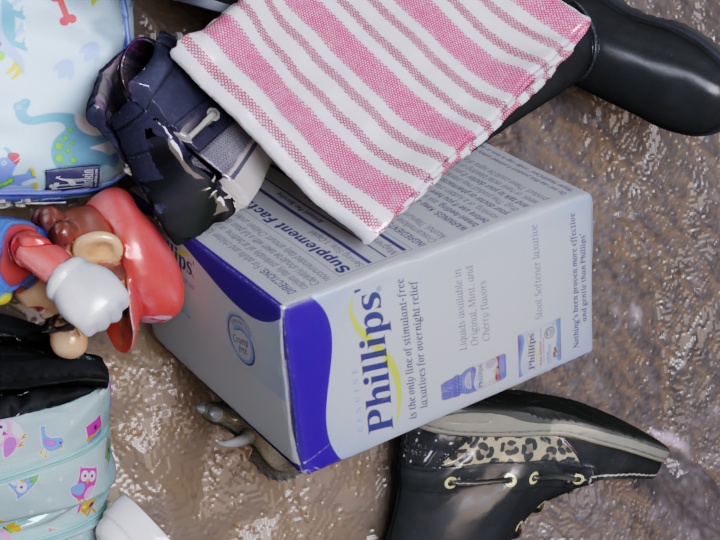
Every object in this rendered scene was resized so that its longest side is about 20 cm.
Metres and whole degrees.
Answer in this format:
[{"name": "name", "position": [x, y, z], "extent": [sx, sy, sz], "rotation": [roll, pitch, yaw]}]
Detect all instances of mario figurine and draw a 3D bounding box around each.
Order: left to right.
[{"name": "mario figurine", "position": [-0.189, 0.010, 0.808], "extent": [0.200, 0.123, 0.106], "rotation": [8, 124, -24]}]

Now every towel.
[{"name": "towel", "position": [0.015, -0.122, 0.826], "extent": [0.146, 0.030, 0.200], "rotation": [43, 60, 6]}]

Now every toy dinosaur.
[{"name": "toy dinosaur", "position": [-0.005, 0.079, 0.953], "extent": [0.200, 0.102, 0.077], "rotation": [-19, 103, -19]}]

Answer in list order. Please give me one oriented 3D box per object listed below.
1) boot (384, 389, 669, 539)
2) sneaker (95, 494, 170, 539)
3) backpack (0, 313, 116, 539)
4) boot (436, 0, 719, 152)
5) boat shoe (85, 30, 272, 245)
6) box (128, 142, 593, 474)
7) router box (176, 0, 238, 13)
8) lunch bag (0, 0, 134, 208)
[{"name": "boot", "position": [0.100, 0.160, 1.028], "extent": [0.204, 0.073, 0.154], "rotation": [11, 98, -29]}, {"name": "sneaker", "position": [-0.124, 0.231, 0.864], "extent": [0.116, 0.074, 0.200], "rotation": [-32, 115, -18]}, {"name": "backpack", "position": [-0.233, 0.097, 0.842], "extent": [0.200, 0.167, 0.127], "rotation": [-8, 115, -29]}, {"name": "boot", "position": [0.112, -0.110, 0.912], "extent": [0.200, 0.165, 0.066], "rotation": [-25, 140, -47]}, {"name": "boat shoe", "position": [-0.086, -0.103, 0.861], "extent": [0.075, 0.200, 0.093], "rotation": [-27, 113, 21]}, {"name": "box", "position": [0.000, 0.000, 0.885], "extent": [0.200, 0.184, 0.105], "rotation": [-20, 121, -26]}, {"name": "router box", "position": [-0.074, -0.221, 0.840], "extent": [0.200, 0.052, 0.157], "rotation": [-1, 114, -66]}, {"name": "lunch bag", "position": [-0.208, -0.134, 0.858], "extent": [0.161, 0.082, 0.200], "rotation": [-2, 95, -20]}]
